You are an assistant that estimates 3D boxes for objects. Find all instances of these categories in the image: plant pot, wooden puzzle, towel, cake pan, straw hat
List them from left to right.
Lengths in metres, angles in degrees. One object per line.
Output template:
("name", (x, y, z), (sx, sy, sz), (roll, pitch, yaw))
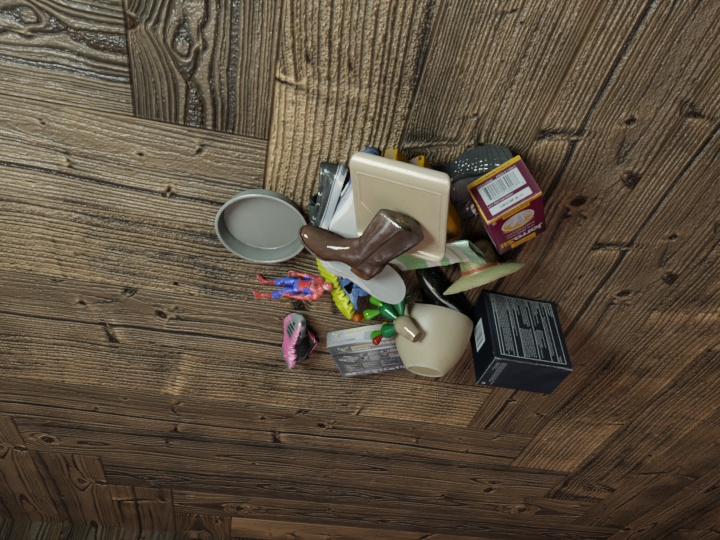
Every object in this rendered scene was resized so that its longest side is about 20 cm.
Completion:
("cake pan", (-0.208, -0.096, 1.274), (0.196, 0.037, 0.202), (0, 138, 0))
("wooden puzzle", (0.072, -0.115, 1.082), (0.182, 0.037, 0.202), (17, 141, 17))
("plant pot", (0.167, 0.180, 1.453), (0.197, 0.137, 0.201), (11, 158, 4))
("towel", (0.141, -0.029, 1.208), (0.197, 0.024, 0.152), (-3, 167, 25))
("straw hat", (0.256, -0.021, 1.306), (0.198, 0.201, 0.086), (-19, 91, 21))

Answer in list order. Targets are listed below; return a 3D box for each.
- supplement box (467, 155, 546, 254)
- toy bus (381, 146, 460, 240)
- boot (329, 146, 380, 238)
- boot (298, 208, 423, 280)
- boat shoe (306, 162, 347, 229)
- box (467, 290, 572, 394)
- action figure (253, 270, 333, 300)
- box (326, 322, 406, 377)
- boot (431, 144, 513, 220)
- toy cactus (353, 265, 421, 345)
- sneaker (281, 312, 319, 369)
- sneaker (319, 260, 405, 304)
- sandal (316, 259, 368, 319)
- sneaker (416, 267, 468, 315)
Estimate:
("supplement box", (0.282, -0.117, 1.139), (0.109, 0.087, 0.200), (-29, 157, 10))
("toy bus", (0.111, -0.142, 1.122), (0.077, 0.066, 0.201), (-18, 127, 27))
("boot", (-0.006, -0.144, 1.181), (0.072, 0.091, 0.201), (16, 137, -20))
("boot", (-0.002, -0.069, 1.100), (0.184, 0.065, 0.200), (26, 149, -16))
("boat shoe", (-0.078, -0.135, 1.214), (0.056, 0.069, 0.202), (17, 130, -7))
("box", (0.377, 0.174, 1.444), (0.195, 0.202, 0.124), (9, 138, -9))
("action figure", (-0.153, 0.037, 1.372), (0.197, 0.066, 0.052), (0, 150, 21))
("box", (0.023, 0.215, 1.609), (0.197, 0.049, 0.159), (-10, 136, 12))
("boot", (0.220, -0.165, 1.180), (0.197, 0.071, 0.132), (-11, 141, 29))
("toy cactus", (0.072, 0.102, 1.381), (0.101, 0.165, 0.202), (-4, 125, -47))
("sneaker", (-0.151, 0.175, 1.564), (0.094, 0.080, 0.201), (-10, 143, -22))
("sneaker", (0.000, 0.000, 1.273), (0.199, 0.074, 0.115), (33, 175, -19))
("sandal", (-0.038, 0.013, 1.380), (0.087, 0.079, 0.202), (-35, 130, -16))
("sneaker", (0.173, 0.062, 1.421), (0.087, 0.077, 0.200), (-21, 134, 31))
